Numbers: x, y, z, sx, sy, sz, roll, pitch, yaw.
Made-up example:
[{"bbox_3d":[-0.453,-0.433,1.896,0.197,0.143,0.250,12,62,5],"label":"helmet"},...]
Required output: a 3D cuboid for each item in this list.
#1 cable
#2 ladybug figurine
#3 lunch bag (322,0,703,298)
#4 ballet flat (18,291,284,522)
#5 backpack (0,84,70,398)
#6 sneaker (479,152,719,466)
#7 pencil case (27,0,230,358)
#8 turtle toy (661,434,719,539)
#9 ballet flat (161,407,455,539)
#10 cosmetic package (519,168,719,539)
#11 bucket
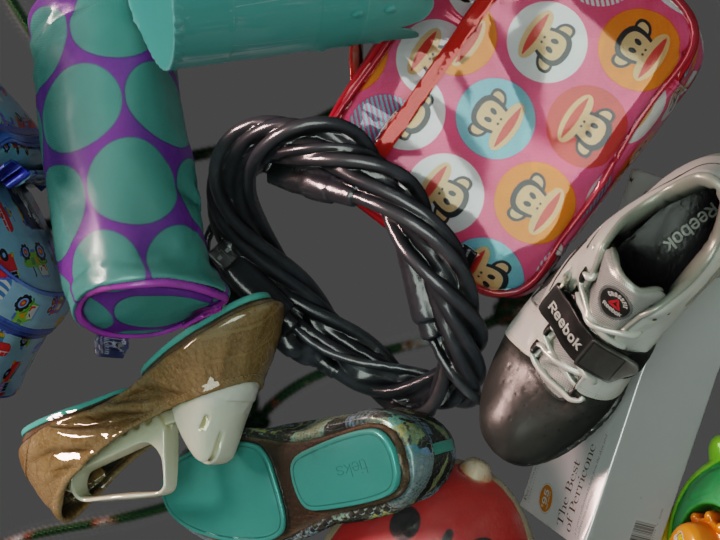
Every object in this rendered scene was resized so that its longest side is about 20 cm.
[{"bbox_3d":[0.000,0.000,1.097,0.200,0.051,0.164,40,138,10],"label":"cable"},{"bbox_3d":[0.028,0.200,1.132,0.135,0.072,0.202,19,95,8],"label":"ladybug figurine"},{"bbox_3d":[0.074,-0.103,1.111,0.176,0.082,0.201,36,97,10],"label":"lunch bag"},{"bbox_3d":[-0.111,0.086,1.128,0.199,0.068,0.073,-30,71,24],"label":"ballet flat"},{"bbox_3d":[-0.232,-0.032,1.104,0.134,0.183,0.200,-40,82,6],"label":"backpack"},{"bbox_3d":[0.122,0.018,1.016,0.074,0.088,0.200,42,103,14],"label":"sneaker"},{"bbox_3d":[-0.127,-0.060,1.093,0.085,0.092,0.202,-27,61,29],"label":"pencil case"},{"bbox_3d":[0.241,0.178,1.083,0.145,0.101,0.201,-31,88,9],"label":"turtle toy"},{"bbox_3d":[-0.026,0.116,1.130,0.199,0.074,0.075,-10,91,43],"label":"ballet flat"},{"bbox_3d":[0.152,0.051,1.096,0.050,0.082,0.202,16,95,-21],"label":"cosmetic package"},{"bbox_3d":[-0.056,-0.203,1.028,0.134,0.207,0.209,-14,90,-14],"label":"bucket"}]
